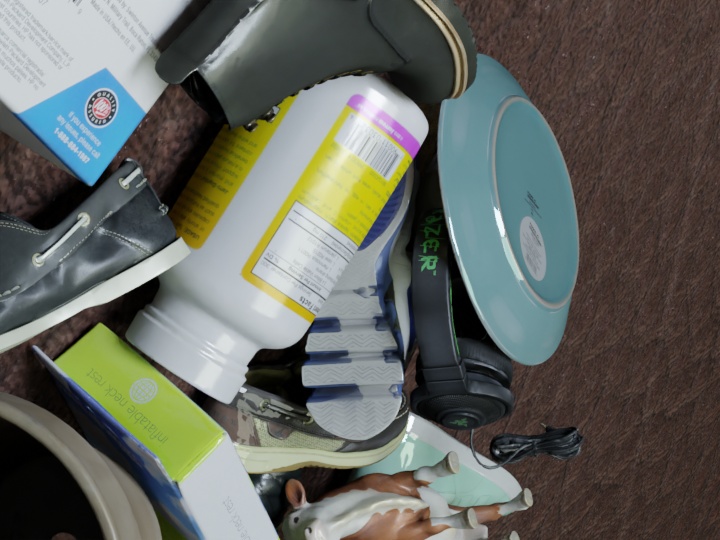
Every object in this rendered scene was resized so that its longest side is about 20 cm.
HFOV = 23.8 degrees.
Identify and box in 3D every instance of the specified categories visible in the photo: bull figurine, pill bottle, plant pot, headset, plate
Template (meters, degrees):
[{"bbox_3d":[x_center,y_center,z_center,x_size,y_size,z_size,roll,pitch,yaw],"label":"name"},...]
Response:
[{"bbox_3d":[0.035,0.173,1.175,0.199,0.120,0.066,25,53,-56],"label":"bull figurine"},{"bbox_3d":[-0.052,-0.028,0.980,0.201,0.104,0.104,-57,148,-2],"label":"pill bottle"},{"bbox_3d":[-0.183,0.156,0.886,0.202,0.199,0.173,-62,167,6],"label":"plant pot"},{"bbox_3d":[0.083,0.051,1.090,0.124,0.093,0.201,-75,155,-47],"label":"headset"},{"bbox_3d":[0.103,-0.041,1.084,0.200,0.025,0.203,34,50,-55],"label":"plate"}]

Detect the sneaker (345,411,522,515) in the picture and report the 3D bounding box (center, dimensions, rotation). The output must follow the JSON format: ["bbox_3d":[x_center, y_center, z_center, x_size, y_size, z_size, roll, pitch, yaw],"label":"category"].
[{"bbox_3d":[0.046,0.183,1.317,0.200,0.073,0.119,34,81,-49],"label":"sneaker"}]

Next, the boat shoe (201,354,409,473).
[{"bbox_3d":[-0.028,0.091,1.141,0.199,0.073,0.065,-6,126,-52],"label":"boat shoe"}]

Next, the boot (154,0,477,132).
[{"bbox_3d":[-0.023,-0.108,0.863,0.139,0.077,0.200,-51,146,-7],"label":"boot"}]

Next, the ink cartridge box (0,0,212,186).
[{"bbox_3d":[-0.123,-0.165,0.785,0.201,0.084,0.146,-55,149,-10],"label":"ink cartridge box"}]

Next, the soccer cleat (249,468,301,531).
[{"bbox_3d":[-0.090,0.212,1.145,0.201,0.081,0.068,-55,148,-7],"label":"soccer cleat"}]

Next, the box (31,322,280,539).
[{"bbox_3d":[-0.111,0.117,0.999,0.048,0.122,0.201,-42,145,-19],"label":"box"}]

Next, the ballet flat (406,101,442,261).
[{"bbox_3d":[0.045,-0.038,1.146,0.070,0.070,0.202,-18,130,-47],"label":"ballet flat"}]

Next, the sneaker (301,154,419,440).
[{"bbox_3d":[0.000,0.001,1.098,0.115,0.079,0.202,-24,115,-82],"label":"sneaker"}]

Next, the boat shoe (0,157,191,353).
[{"bbox_3d":[-0.184,0.006,0.878,0.199,0.072,0.068,-29,100,-29],"label":"boat shoe"}]
